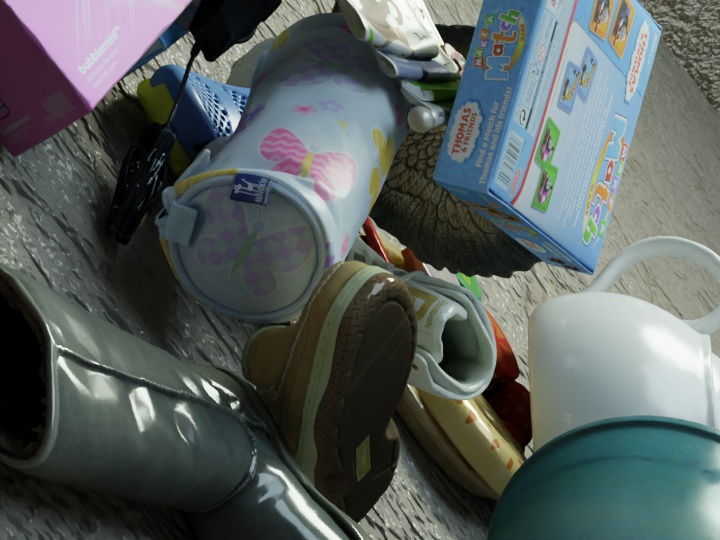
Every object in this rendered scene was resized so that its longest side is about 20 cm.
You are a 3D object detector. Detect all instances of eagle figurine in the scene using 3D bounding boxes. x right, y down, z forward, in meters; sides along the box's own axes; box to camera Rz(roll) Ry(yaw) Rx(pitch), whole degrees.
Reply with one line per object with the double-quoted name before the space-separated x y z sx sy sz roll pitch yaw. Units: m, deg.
"eagle figurine" 0.033 -0.102 1.406 0.151 0.151 0.200 30 9 -43

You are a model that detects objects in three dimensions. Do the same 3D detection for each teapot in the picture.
"teapot" 0.183 0.100 1.477 0.198 0.145 0.202 -72 156 -73

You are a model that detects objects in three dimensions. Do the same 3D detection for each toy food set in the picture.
"toy food set" 0.054 0.054 1.459 0.199 0.048 0.200 60 16 7

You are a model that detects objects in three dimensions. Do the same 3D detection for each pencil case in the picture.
"pencil case" -0.032 -0.055 1.167 0.200 0.090 0.084 -62 158 -56

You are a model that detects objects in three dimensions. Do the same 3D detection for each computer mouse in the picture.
"computer mouse" -0.073 -0.098 1.165 0.034 0.201 0.059 30 -16 -20

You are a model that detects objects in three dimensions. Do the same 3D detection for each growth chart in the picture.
"growth chart" 0.005 -0.157 1.199 0.201 0.018 0.145 63 22 -2

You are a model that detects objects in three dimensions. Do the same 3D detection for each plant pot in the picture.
"plant pot" 0.133 0.204 1.173 0.201 0.199 0.188 55 30 -9

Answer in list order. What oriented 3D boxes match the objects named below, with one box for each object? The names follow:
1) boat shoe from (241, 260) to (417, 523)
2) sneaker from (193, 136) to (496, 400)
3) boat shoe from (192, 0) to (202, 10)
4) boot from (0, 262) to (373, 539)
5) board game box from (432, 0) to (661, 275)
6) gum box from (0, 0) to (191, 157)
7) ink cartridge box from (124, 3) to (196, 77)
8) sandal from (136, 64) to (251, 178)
"boat shoe" -0.024 0.053 1.087 0.076 0.072 0.201 36 -31 19
"sneaker" 0.000 0.000 1.258 0.115 0.074 0.200 13 -23 45
"boat shoe" -0.071 -0.209 1.273 0.072 0.071 0.201 46 23 -42
"boot" -0.076 0.085 0.954 0.182 0.073 0.200 50 4 27
"board game box" 0.106 -0.093 1.265 0.200 0.036 0.152 30 74 -65
"gum box" -0.130 -0.162 1.101 0.114 0.066 0.200 51 46 -16
"ink cartridge box" -0.137 -0.167 1.254 0.116 0.068 0.200 57 16 -8
"sandal" -0.054 -0.080 1.316 0.200 0.087 0.080 19 43 -64
